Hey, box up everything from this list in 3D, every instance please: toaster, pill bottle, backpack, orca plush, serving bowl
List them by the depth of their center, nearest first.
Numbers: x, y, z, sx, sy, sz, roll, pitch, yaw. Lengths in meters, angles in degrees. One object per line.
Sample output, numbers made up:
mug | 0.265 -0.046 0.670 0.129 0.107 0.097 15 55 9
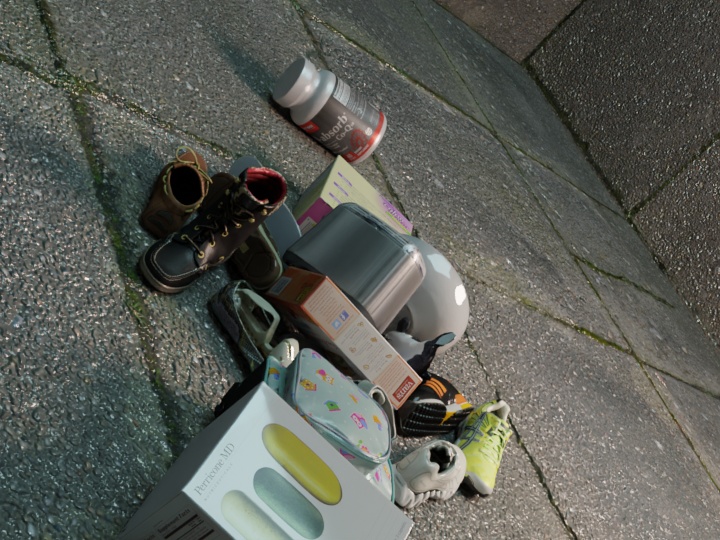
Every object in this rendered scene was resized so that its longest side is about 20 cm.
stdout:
backpack | -0.048 0.200 1.288 0.200 0.153 0.176 46 16 -19
toaster | 0.000 0.000 1.611 0.199 0.129 0.114 36 -14 28
orca plush | 0.079 0.122 1.648 0.071 0.200 0.106 29 59 -20
serving bowl | 0.057 0.049 1.721 0.200 0.200 0.066 47 45 0
pill bottle | -0.058 -0.296 2.171 0.199 0.116 0.116 35 25 -26

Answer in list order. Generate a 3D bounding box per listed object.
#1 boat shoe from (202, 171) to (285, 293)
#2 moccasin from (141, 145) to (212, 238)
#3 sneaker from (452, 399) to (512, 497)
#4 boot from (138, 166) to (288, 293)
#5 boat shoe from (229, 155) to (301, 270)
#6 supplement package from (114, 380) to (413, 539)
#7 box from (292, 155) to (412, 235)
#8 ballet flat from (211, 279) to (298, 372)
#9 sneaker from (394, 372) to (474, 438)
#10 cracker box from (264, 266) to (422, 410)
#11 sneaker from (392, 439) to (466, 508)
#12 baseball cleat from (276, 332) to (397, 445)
boat shoe | -0.160 -0.046 1.639 0.203 0.074 0.075 64 9 31
moccasin | -0.239 -0.117 1.584 0.074 0.078 0.202 43 22 -9
sneaker | 0.180 0.252 1.728 0.075 0.076 0.200 42 24 -16
boot | -0.181 -0.054 1.479 0.073 0.150 0.200 51 29 6
boat shoe | -0.134 -0.072 1.724 0.201 0.072 0.066 59 2 19
supplement package | -0.089 0.245 1.092 0.200 0.151 0.152 44 44 -7
box | -0.017 -0.063 1.877 0.176 0.097 0.200 42 23 -11
ballet flat | -0.117 0.092 1.468 0.201 0.072 0.072 55 23 19
sneaker | 0.087 0.185 1.694 0.090 0.070 0.200 50 17 25
cracker box | -0.024 0.088 1.545 0.200 0.058 0.134 47 -14 -21
sneaker | 0.105 0.261 1.572 0.075 0.081 0.200 51 21 16
baseball cleat | -0.024 0.145 1.495 0.200 0.106 0.070 47 52 2
